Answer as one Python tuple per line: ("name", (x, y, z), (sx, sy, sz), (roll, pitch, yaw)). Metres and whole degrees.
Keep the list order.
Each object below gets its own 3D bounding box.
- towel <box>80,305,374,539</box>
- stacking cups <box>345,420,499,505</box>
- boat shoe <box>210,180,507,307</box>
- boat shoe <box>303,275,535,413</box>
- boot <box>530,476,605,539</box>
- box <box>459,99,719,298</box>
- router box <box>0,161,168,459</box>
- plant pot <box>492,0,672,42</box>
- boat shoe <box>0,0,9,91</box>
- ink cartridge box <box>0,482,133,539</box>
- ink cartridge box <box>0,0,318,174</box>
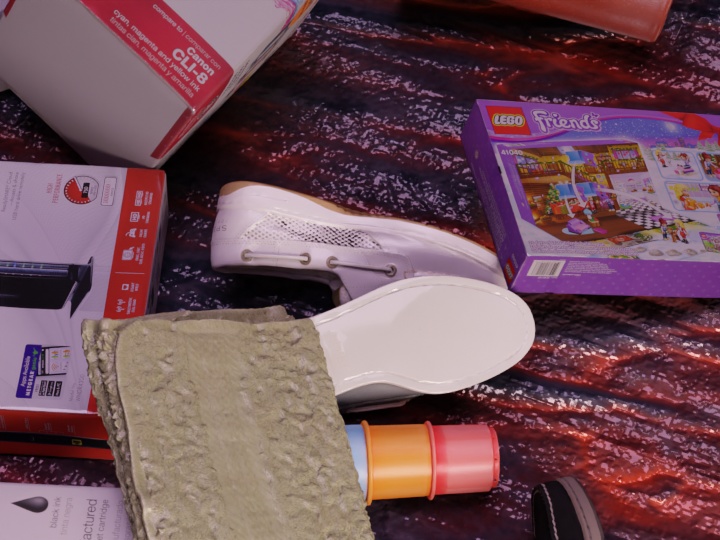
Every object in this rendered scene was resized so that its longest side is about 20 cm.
("towel", (-0.072, 0.106, 1.157), (0.147, 0.037, 0.201), (-2, 56, -27))
("stacking cups", (-0.017, 0.115, 1.223), (0.198, 0.061, 0.061), (-3, 51, -4))
("boat shoe", (0.000, 0.000, 1.322), (0.198, 0.071, 0.070), (13, 77, -1))
("boat shoe", (0.008, 0.051, 1.272), (0.198, 0.062, 0.073), (-13, 83, -9))
("boot", (0.065, 0.206, 1.149), (0.149, 0.073, 0.201), (0, 56, -2))
("box", (0.175, -0.046, 1.344), (0.198, 0.039, 0.138), (2, 49, -20))
("router box", (-0.220, 0.021, 1.301), (0.178, 0.049, 0.201), (3, 51, 0))
("plant pot", (0.146, -0.265, 1.466), (0.194, 0.201, 0.202), (20, 52, 4))
("boat shoe", (-0.235, -0.196, 1.465), (0.065, 0.072, 0.200), (30, 55, 27))
("ink cartridge box", (-0.219, 0.196, 1.135), (0.198, 0.085, 0.147), (3, 50, -1))
("ink cartridge box", (-0.126, -0.183, 1.383), (0.145, 0.145, 0.200), (42, 58, -3))
